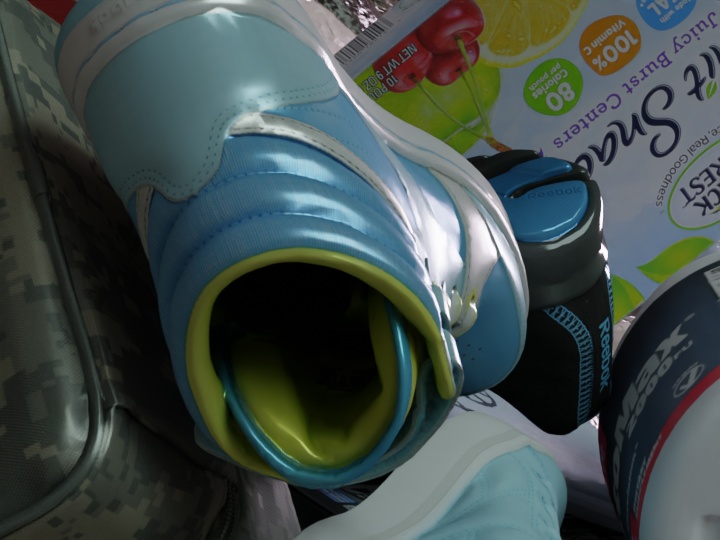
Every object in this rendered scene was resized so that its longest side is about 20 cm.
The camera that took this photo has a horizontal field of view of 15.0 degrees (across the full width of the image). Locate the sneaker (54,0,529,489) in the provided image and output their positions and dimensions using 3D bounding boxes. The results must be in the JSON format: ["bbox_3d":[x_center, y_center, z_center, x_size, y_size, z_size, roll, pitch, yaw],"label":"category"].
[{"bbox_3d":[-0.001,0.017,0.707,0.200,0.079,0.131,39,24,-50],"label":"sneaker"}]

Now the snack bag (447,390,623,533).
[{"bbox_3d":[0.024,0.042,0.970,0.188,0.021,0.200,23,11,-38],"label":"snack bag"}]

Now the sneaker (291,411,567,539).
[{"bbox_3d":[0.033,0.095,0.716,0.082,0.074,0.200,23,19,14],"label":"sneaker"}]

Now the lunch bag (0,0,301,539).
[{"bbox_3d":[-0.093,0.042,0.760,0.168,0.139,0.200,38,25,-49],"label":"lunch bag"}]

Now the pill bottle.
[{"bbox_3d":[0.135,0.057,0.847,0.120,0.120,0.200,39,8,-8],"label":"pill bottle"}]

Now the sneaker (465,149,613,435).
[{"bbox_3d":[0.000,0.000,0.885,0.073,0.082,0.200,-33,32,-31],"label":"sneaker"}]

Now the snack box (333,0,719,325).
[{"bbox_3d":[0.099,-0.076,1.030,0.142,0.200,0.053,51,-1,-19],"label":"snack box"}]

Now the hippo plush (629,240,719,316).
[{"bbox_3d":[0.075,-0.073,1.145,0.159,0.201,0.161,4,11,-6],"label":"hippo plush"}]

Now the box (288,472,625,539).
[{"bbox_3d":[0.069,0.122,0.868,0.157,0.050,0.200,9,15,-48],"label":"box"}]

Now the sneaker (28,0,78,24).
[{"bbox_3d":[-0.059,-0.089,1.014,0.200,0.112,0.071,33,29,-19],"label":"sneaker"}]
